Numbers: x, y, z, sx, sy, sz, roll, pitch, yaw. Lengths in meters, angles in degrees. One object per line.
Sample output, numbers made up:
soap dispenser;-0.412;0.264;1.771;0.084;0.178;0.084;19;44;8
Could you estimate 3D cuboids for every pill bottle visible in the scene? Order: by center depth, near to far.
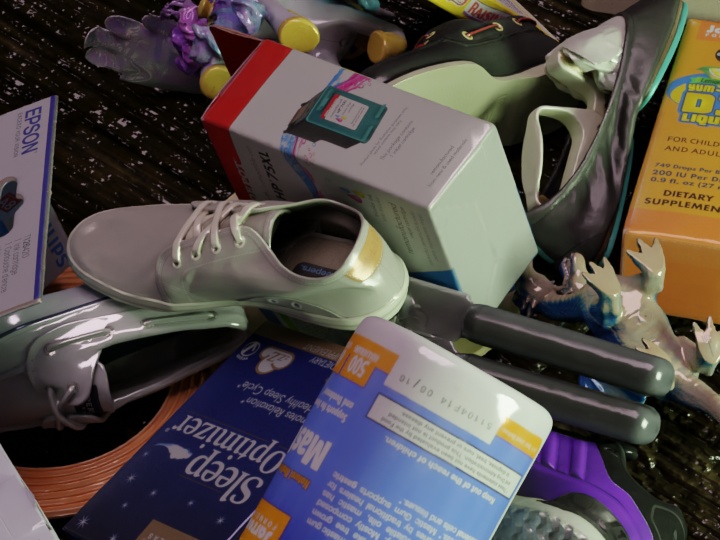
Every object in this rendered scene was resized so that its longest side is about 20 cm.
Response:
pill bottle;0.002;0.133;1.458;0.112;0.112;0.200;27;86;32

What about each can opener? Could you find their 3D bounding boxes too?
can opener;0.075;0.045;1.576;0.200;0.067;0.053;16;90;22

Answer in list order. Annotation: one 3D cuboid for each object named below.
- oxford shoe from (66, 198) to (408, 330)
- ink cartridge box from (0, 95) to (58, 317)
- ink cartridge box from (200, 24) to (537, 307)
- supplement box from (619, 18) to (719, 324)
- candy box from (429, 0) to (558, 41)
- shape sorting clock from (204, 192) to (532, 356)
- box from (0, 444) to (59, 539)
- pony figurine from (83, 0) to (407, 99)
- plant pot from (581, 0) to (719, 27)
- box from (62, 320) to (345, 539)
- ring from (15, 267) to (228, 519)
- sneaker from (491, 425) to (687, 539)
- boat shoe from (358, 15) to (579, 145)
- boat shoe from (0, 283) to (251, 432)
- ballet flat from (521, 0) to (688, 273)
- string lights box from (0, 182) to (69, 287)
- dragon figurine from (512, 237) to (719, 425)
oxford shoe;-0.070;-0.014;1.585;0.200;0.058;0.075;8;54;24
ink cartridge box;-0.254;0.001;1.608;0.200;0.047;0.198;-16;36;9
ink cartridge box;-0.010;-0.054;1.629;0.200;0.116;0.067;22;63;32
supplement box;0.201;-0.061;1.716;0.066;0.069;0.200;8;43;13
candy box;0.033;-0.192;1.806;0.026;0.200;0.102;-54;47;10
shape sorting clock;0.000;0.000;1.700;0.200;0.039;0.200;-1;47;1
box;-0.228;0.183;1.486;0.176;0.097;0.200;-28;46;-12
pony figurine;-0.060;-0.157;1.803;0.193;0.167;0.200;16;22;-13
plant pot;0.260;-0.267;1.812;0.199;0.177;0.200;10;30;18
box;-0.074;0.114;1.546;0.200;0.032;0.121;-47;35;-20
ring;-0.171;0.070;1.668;0.200;0.019;0.201;-4;42;3
sneaker;0.092;0.112;1.555;0.099;0.070;0.200;-22;40;-34
boat shoe;0.055;-0.109;1.740;0.063;0.074;0.201;43;33;26
boat shoe;-0.156;0.052;1.617;0.200;0.074;0.065;-27;52;-9
ballet flat;0.137;-0.094;1.719;0.068;0.068;0.200;27;62;-14
string lights box;-0.271;0.022;1.677;0.103;0.059;0.200;22;56;44
dragon figurine;0.155;0.051;1.608;0.059;0.099;0.200;-27;66;-22
